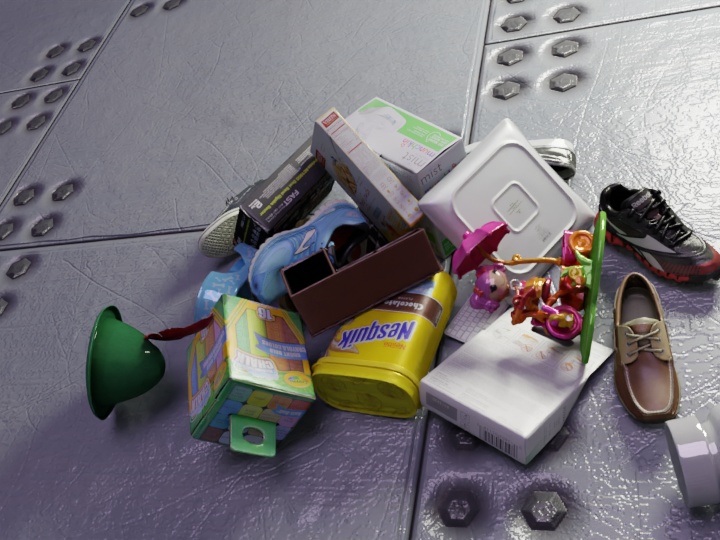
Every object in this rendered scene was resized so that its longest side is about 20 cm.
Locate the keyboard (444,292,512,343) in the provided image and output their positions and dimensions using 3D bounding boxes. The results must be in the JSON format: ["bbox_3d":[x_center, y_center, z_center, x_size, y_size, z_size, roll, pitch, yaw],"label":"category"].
[{"bbox_3d":[0.194,0.026,1.193,0.056,0.011,0.200,20,59,37],"label":"keyboard"}]

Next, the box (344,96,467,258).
[{"bbox_3d":[0.072,-0.142,1.286,0.097,0.177,0.200,-38,45,-16],"label":"box"}]

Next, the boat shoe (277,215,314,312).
[{"bbox_3d":[-0.095,-0.009,1.318,0.064,0.071,0.200,-8,38,26],"label":"boat shoe"}]

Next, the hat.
[{"bbox_3d":[-0.284,0.134,1.218,0.176,0.200,0.166,2,90,-1],"label":"hat"}]

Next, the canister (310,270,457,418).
[{"bbox_3d":[0.037,0.088,1.150,0.148,0.087,0.200,2,48,28],"label":"canister"}]

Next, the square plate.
[{"bbox_3d":[0.212,-0.086,1.185,0.200,0.198,0.028,-44,3,-19],"label":"square plate"}]

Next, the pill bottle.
[{"bbox_3d":[0.426,0.181,0.872,0.200,0.110,0.110,-14,45,11],"label":"pill bottle"}]

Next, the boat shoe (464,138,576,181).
[{"bbox_3d":[0.230,-0.159,1.310,0.200,0.071,0.064,-6,46,17],"label":"boat shoe"}]

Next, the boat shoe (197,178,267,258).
[{"bbox_3d":[-0.200,-0.092,1.437,0.062,0.075,0.200,20,54,42],"label":"boat shoe"}]

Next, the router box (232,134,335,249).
[{"bbox_3d":[-0.115,-0.116,1.359,0.062,0.150,0.200,40,66,3],"label":"router box"}]

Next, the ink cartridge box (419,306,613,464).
[{"bbox_3d":[0.198,0.136,1.072,0.161,0.050,0.200,25,43,37],"label":"ink cartridge box"}]

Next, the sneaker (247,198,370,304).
[{"bbox_3d":[-0.071,-0.023,1.193,0.200,0.078,0.090,-40,38,-11],"label":"sneaker"}]

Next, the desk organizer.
[{"bbox_3d":[0.000,0.000,1.139,0.200,0.077,0.072,-27,38,0],"label":"desk organizer"}]

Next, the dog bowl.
[{"bbox_3d":[-0.180,0.037,1.258,0.050,0.112,0.200,10,29,13],"label":"dog bowl"}]

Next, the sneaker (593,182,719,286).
[{"bbox_3d":[0.389,-0.054,1.122,0.071,0.098,0.200,-36,46,-14],"label":"sneaker"}]

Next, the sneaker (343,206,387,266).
[{"bbox_3d":[-0.024,-0.021,1.291,0.083,0.081,0.200,-20,31,38],"label":"sneaker"}]

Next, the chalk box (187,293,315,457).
[{"bbox_3d":[-0.145,0.151,1.111,0.124,0.124,0.200,-54,33,30],"label":"chalk box"}]

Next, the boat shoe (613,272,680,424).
[{"bbox_3d":[0.337,0.087,1.025,0.076,0.074,0.200,-10,45,15],"label":"boat shoe"}]

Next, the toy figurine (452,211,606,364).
[{"bbox_3d":[0.207,0.012,1.083,0.184,0.150,0.200,7,65,13],"label":"toy figurine"}]

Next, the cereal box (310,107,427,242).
[{"bbox_3d":[0.006,-0.131,1.234,0.040,0.144,0.200,-42,87,-11],"label":"cereal box"}]
